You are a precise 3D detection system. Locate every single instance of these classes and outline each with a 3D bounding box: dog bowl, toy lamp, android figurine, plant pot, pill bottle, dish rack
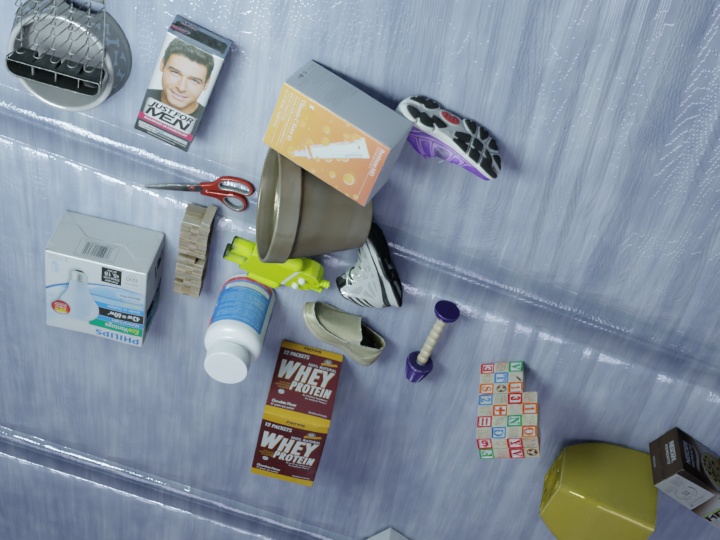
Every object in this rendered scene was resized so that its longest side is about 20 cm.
[{"bbox_3d":[-0.476,-0.346,1.560,0.198,0.059,0.201,5,131,6],"label":"dog bowl"},{"bbox_3d":[0.134,0.144,1.881,0.058,0.058,0.201,17,129,-5],"label":"toy lamp"},{"bbox_3d":[-0.151,-0.006,1.770,0.199,0.041,0.182,23,162,-16],"label":"android figurine"},{"bbox_3d":[0.492,0.478,2.029,0.198,0.196,0.195,23,132,2],"label":"plant pot"},{"bbox_3d":[-0.232,0.111,1.820,0.111,0.201,0.113,5,131,6],"label":"pill bottle"},{"bbox_3d":[-0.456,-0.374,1.457,0.152,0.055,0.201,14,131,-3],"label":"dish rack"},{"bbox_3d":[-0.075,-0.106,1.629,0.172,0.201,0.201,4,134,-15],"label":"plant pot"}]

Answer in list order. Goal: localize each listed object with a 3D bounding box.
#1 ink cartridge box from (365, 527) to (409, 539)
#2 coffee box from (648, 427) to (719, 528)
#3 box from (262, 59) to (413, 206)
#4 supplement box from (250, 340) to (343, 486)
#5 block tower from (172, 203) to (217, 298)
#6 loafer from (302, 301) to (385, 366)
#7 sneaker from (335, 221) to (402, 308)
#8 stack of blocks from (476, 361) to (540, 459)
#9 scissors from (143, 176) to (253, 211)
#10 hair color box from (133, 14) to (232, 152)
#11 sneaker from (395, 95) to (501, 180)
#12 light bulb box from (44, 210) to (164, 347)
[{"bbox_3d":[0.092,0.739,2.391,0.200,0.085,0.144,38,126,-23],"label":"ink cartridge box"},{"bbox_3d":[0.696,0.429,1.990,0.199,0.114,0.080,33,129,-19],"label":"coffee box"},{"bbox_3d":[-0.036,-0.218,1.528,0.199,0.098,0.125,32,132,6],"label":"box"},{"bbox_3d":[-0.129,0.290,1.961,0.132,0.198,0.201,14,131,-2],"label":"supplement box"},{"bbox_3d":[-0.310,-0.038,1.797,0.057,0.054,0.201,16,135,-5],"label":"block tower"},{"bbox_3d":[-0.029,0.112,1.875,0.199,0.076,0.068,34,127,-31],"label":"loafer"},{"bbox_3d":[0.000,0.000,1.765,0.114,0.076,0.201,-9,131,15],"label":"sneaker"},{"bbox_3d":[0.288,0.267,1.863,0.114,0.201,0.059,-5,128,14],"label":"stack of blocks"},{"bbox_3d":[-0.290,-0.153,1.728,0.198,0.014,0.074,15,134,-1],"label":"scissors"},{"bbox_3d":[-0.290,-0.300,1.565,0.098,0.061,0.201,23,130,-10],"label":"hair color box"},{"bbox_3d":[0.140,-0.209,1.572,0.199,0.081,0.084,32,143,-6],"label":"sneaker"},{"bbox_3d":[-0.487,0.018,1.836,0.196,0.125,0.201,13,131,-2],"label":"light bulb box"}]
